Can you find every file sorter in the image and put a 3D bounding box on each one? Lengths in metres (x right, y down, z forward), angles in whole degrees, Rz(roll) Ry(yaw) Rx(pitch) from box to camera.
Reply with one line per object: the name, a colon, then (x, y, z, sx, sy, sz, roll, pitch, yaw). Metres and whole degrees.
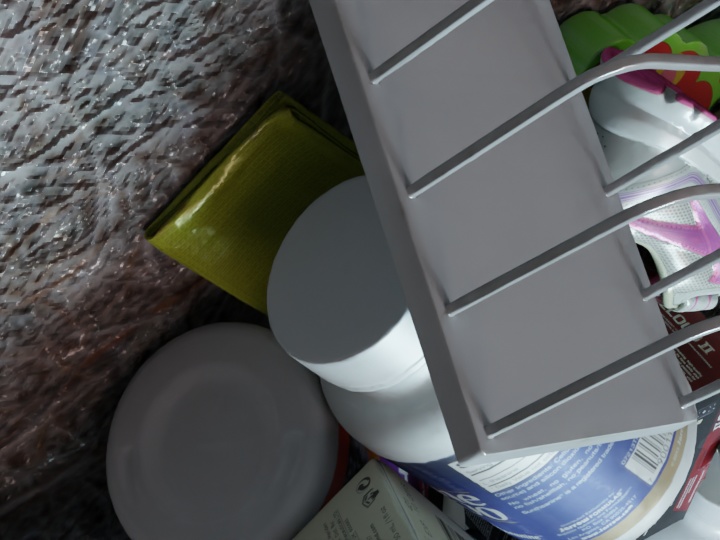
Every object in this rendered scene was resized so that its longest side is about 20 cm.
file sorter: (0.091, -0.048, 0.716, 0.138, 0.202, 0.124, -3, 160, -46)

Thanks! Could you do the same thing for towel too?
towel: (0.000, 0.000, 0.843, 0.086, 0.018, 0.200, -46, 135, 9)

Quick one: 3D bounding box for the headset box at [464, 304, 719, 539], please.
headset box: (0.129, 0.106, 1.117, 0.199, 0.077, 0.150, -24, 146, -29)

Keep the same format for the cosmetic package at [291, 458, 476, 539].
cosmetic package: (-0.022, 0.189, 0.797, 0.200, 0.071, 0.105, -44, 118, 7)

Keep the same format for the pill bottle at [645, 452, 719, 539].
pill bottle: (0.216, 0.185, 1.277, 0.110, 0.111, 0.201, -23, 148, -28)

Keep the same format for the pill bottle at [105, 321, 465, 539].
pill bottle: (-0.024, 0.103, 0.903, 0.111, 0.112, 0.200, -44, 150, 6)

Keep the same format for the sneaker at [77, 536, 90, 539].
sneaker: (-0.093, 0.195, 0.943, 0.200, 0.086, 0.075, 79, 22, -64)

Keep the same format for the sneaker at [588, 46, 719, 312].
sneaker: (0.156, -0.023, 0.890, 0.199, 0.081, 0.089, 28, 103, -37)

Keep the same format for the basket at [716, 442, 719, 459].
basket: (0.287, 0.054, 1.162, 0.138, 0.201, 0.177, 17, 129, -4)

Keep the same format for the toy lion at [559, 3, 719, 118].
toy lion: (0.133, -0.057, 0.936, 0.199, 0.069, 0.193, -33, 141, -14)

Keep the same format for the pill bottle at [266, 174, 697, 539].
pill bottle: (0.052, 0.041, 0.817, 0.111, 0.111, 0.200, -46, 135, 9)

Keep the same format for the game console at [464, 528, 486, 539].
game console: (0.073, 0.200, 0.937, 0.170, 0.118, 0.200, -41, 164, -4)
